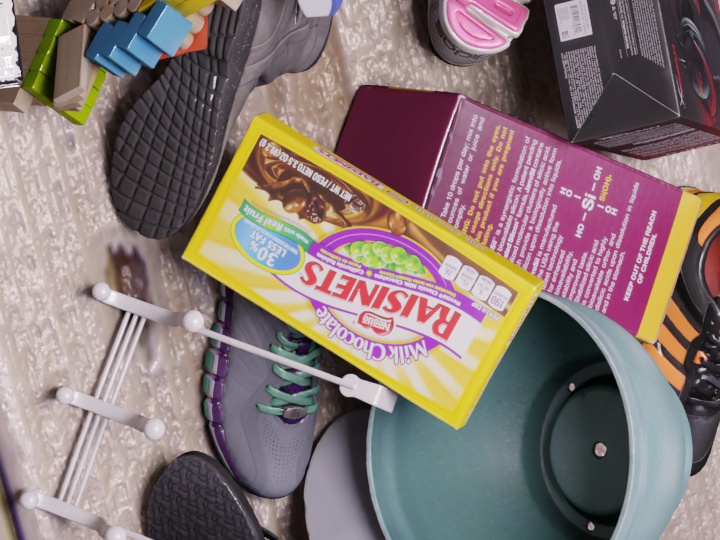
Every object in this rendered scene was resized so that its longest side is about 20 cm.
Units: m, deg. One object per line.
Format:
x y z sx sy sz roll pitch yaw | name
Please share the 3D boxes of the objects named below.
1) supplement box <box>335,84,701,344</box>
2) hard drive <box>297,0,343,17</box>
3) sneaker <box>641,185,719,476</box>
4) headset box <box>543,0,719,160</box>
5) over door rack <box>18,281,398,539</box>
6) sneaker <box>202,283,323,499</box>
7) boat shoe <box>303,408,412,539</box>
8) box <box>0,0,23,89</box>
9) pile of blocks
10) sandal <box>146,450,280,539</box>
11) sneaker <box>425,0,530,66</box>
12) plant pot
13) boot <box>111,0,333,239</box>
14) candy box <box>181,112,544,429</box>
0.093 -0.036 1.783 0.199 0.131 0.104 21 86 -30 | supplement box
-0.013 -0.253 1.664 0.200 0.025 0.133 -67 149 -57 | hard drive
0.229 0.046 1.891 0.070 0.090 0.202 1 96 -29 | sneaker
0.179 -0.153 1.779 0.200 0.074 0.150 6 73 -69 | headset box
-0.094 0.105 1.683 0.199 0.067 0.149 20 88 9 | over door rack
-0.050 0.048 1.738 0.074 0.087 0.202 -7 100 -28 | sneaker
0.006 0.188 1.778 0.070 0.070 0.201 -7 59 5 | boat shoe
-0.301 -0.171 1.559 0.199 0.086 0.165 -12 103 -20 | box
-0.133 -0.126 1.619 0.062 0.199 0.083 34 47 -41 | pile of blocks
-0.070 0.198 1.765 0.201 0.075 0.045 61 30 -16 | sandal
0.077 -0.215 1.787 0.073 0.087 0.201 15 67 -13 | sneaker
0.121 0.111 1.725 0.134 0.199 0.202 3 96 -51 | plant pot
-0.071 -0.115 1.709 0.131 0.070 0.201 -23 143 -55 | boot
0.000 0.000 1.674 0.199 0.026 0.103 31 107 9 | candy box
